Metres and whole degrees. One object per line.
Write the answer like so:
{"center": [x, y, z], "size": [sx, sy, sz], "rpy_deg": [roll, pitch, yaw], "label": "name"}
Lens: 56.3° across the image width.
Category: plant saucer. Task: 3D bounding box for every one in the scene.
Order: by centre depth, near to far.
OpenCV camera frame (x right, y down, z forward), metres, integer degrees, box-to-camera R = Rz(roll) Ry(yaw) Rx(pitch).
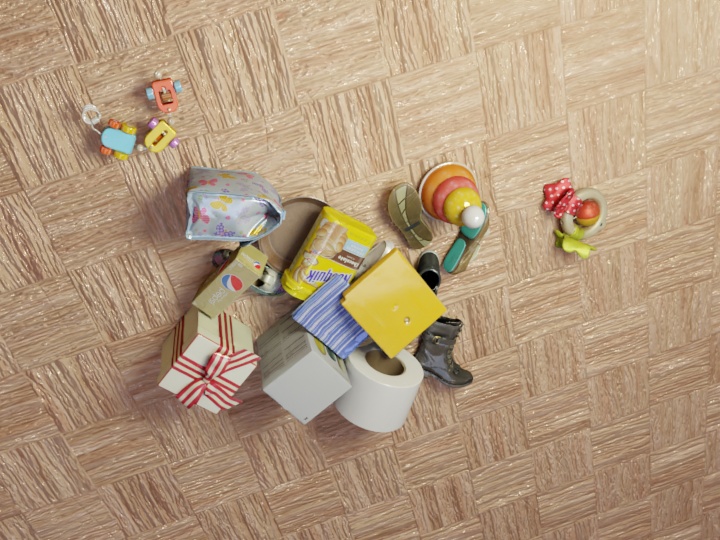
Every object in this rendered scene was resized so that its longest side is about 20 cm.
{"center": [-0.135, -0.081, 1.538], "size": [0.197, 0.037, 0.203], "rpy_deg": [-6, 119, -10], "label": "plant saucer"}

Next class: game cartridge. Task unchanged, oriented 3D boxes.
{"center": [0.073, 0.075, 1.520], "size": [0.176, 0.032, 0.200], "rpy_deg": [-40, 113, 2], "label": "game cartridge"}

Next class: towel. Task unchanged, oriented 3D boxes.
{"center": [-0.046, 0.110, 1.536], "size": [0.145, 0.024, 0.200], "rpy_deg": [-41, 129, 6], "label": "towel"}

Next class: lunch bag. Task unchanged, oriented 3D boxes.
{"center": [-0.262, -0.133, 1.402], "size": [0.197, 0.170, 0.129], "rpy_deg": [1, 116, -15], "label": "lunch bag"}

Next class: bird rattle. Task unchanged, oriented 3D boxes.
{"center": [0.531, -0.140, 1.657], "size": [0.161, 0.113, 0.202], "rpy_deg": [-23, 108, -14], "label": "bird rattle"}

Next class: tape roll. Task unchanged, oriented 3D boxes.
{"center": [0.042, 0.283, 1.677], "size": [0.200, 0.203, 0.141], "rpy_deg": [10, 115, -18], "label": "tape roll"}

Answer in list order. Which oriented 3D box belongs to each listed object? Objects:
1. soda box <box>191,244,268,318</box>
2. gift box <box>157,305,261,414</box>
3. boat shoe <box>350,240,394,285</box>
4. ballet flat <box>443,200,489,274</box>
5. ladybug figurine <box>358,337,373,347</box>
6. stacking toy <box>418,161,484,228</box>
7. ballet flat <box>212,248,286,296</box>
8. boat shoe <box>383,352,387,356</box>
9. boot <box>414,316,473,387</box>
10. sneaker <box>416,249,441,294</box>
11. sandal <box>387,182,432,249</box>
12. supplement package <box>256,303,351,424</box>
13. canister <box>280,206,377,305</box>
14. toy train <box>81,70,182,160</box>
{"center": [-0.289, 0.023, 1.476], "size": [0.067, 0.064, 0.200], "rpy_deg": [36, 129, -20], "label": "soda box"}
{"center": [-0.337, 0.203, 1.552], "size": [0.199, 0.187, 0.185], "rpy_deg": [29, 108, -24], "label": "gift box"}
{"center": [0.000, 0.000, 1.593], "size": [0.069, 0.071, 0.200], "rpy_deg": [33, 107, -28], "label": "boat shoe"}
{"center": [0.271, -0.076, 1.630], "size": [0.072, 0.068, 0.202], "rpy_deg": [5, 118, -39], "label": "ballet flat"}
{"center": [0.030, 0.098, 1.640], "size": [0.135, 0.072, 0.201], "rpy_deg": [18, 111, -51], "label": "ladybug figurine"}
{"center": [0.220, -0.144, 1.496], "size": [0.144, 0.201, 0.148], "rpy_deg": [-5, 119, -10], "label": "stacking toy"}
{"center": [-0.242, 0.007, 1.533], "size": [0.199, 0.071, 0.070], "rpy_deg": [28, 76, -23], "label": "ballet flat"}
{"center": [0.121, 0.121, 1.649], "size": [0.075, 0.092, 0.201], "rpy_deg": [42, 126, 14], "label": "boat shoe"}
{"center": [0.231, 0.207, 1.756], "size": [0.197, 0.069, 0.176], "rpy_deg": [16, 113, -13], "label": "boot"}
{"center": [0.156, 0.060, 1.638], "size": [0.070, 0.099, 0.203], "rpy_deg": [6, 114, 5], "label": "sneaker"}
{"center": [0.112, -0.130, 1.568], "size": [0.080, 0.054, 0.201], "rpy_deg": [-25, 135, 7], "label": "sandal"}
{"center": [-0.138, 0.220, 1.601], "size": [0.150, 0.201, 0.152], "rpy_deg": [-39, 120, 9], "label": "supplement package"}
{"center": [-0.070, -0.026, 1.513], "size": [0.147, 0.087, 0.201], "rpy_deg": [23, 109, -26], "label": "canister"}
{"center": [-0.439, -0.306, 1.338], "size": [0.198, 0.056, 0.152], "rpy_deg": [-20, 119, -6], "label": "toy train"}
